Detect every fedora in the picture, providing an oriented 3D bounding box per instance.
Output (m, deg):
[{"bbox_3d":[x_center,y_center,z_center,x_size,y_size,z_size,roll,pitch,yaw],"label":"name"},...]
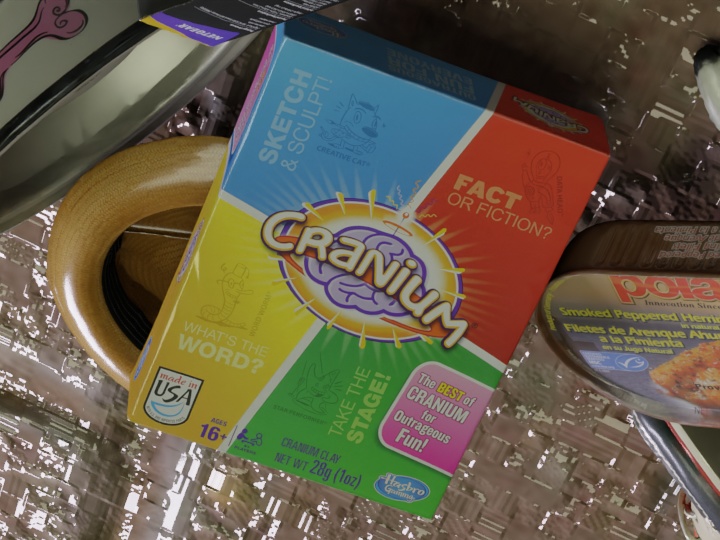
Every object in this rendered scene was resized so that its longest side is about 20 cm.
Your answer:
[{"bbox_3d":[-0.048,-0.005,1.053,0.199,0.082,0.201,6,130,7],"label":"fedora"}]

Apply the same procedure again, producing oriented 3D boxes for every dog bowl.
[{"bbox_3d":[-0.129,-0.095,0.952,0.074,0.200,0.200,53,129,3],"label":"dog bowl"}]

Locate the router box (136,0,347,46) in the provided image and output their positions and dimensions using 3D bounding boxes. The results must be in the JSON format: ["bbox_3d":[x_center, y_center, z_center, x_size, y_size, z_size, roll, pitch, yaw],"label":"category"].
[{"bbox_3d":[-0.019,-0.204,0.829,0.157,0.052,0.201,-16,74,31],"label":"router box"}]

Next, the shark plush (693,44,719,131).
[{"bbox_3d":[0.210,-0.020,0.952,0.083,0.091,0.201,-18,117,-3],"label":"shark plush"}]

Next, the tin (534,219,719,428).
[{"bbox_3d":[0.168,0.024,0.944,0.199,0.042,0.112,3,147,40],"label":"tin"}]

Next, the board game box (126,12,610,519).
[{"bbox_3d":[0.000,0.000,0.966,0.152,0.040,0.201,18,116,-11],"label":"board game box"}]

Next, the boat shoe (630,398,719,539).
[{"bbox_3d":[0.192,0.124,1.068,0.062,0.071,0.200,-28,116,39],"label":"boat shoe"}]
